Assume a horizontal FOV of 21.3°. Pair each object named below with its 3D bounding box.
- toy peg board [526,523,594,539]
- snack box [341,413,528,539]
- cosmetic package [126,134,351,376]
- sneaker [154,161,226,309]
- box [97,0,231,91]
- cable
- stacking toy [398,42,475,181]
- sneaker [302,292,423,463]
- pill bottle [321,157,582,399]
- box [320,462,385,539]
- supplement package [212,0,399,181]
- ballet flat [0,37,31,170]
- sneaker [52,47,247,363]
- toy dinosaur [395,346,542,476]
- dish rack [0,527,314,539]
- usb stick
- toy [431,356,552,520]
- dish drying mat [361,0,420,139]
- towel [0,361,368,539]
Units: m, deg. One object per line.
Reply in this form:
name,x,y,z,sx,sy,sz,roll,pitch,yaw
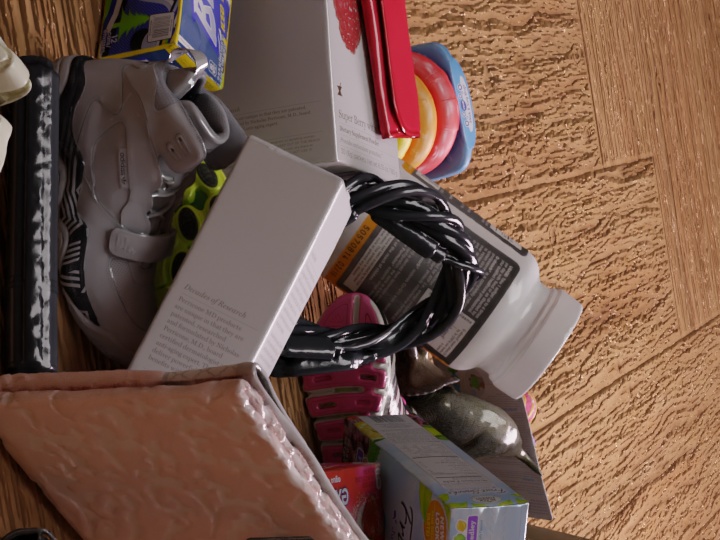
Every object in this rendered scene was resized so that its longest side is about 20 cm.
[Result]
toy peg board,0.141,0.277,1.652,0.199,0.199,0.098,15,87,-65
snack box,0.045,0.214,1.398,0.067,0.200,0.169,-2,104,-24
cosmetic package,-0.081,0.025,1.215,0.200,0.071,0.101,-63,174,-7
sneaker,-0.108,0.026,1.316,0.084,0.074,0.201,95,-13,-84
box,-0.129,-0.222,1.331,0.070,0.064,0.201,43,45,-55
cable,0.000,0.000,1.404,0.051,0.199,0.164,-128,-141,-53
stacking toy,-0.002,-0.123,1.569,0.200,0.110,0.116,-11,90,-55
sneaker,0.007,0.111,1.529,0.087,0.074,0.201,-31,116,-64
pill bottle,0.071,0.008,1.533,0.200,0.116,0.116,36,33,-1
box,-0.064,0.185,1.304,0.200,0.099,0.096,4,83,-66
supplement package,-0.052,-0.160,1.416,0.121,0.119,0.201,14,70,-65
ballet flat,-0.223,-0.085,1.063,0.068,0.072,0.200,50,39,-46
sneaker,-0.132,-0.043,1.205,0.075,0.115,0.201,-17,99,-66
toy dinosaur,0.083,0.134,1.618,0.200,0.102,0.077,37,48,-15
dish rack,-0.109,0.221,1.081,0.055,0.199,0.154,45,43,-70
usb stick,-0.196,-0.028,1.144,0.055,0.032,0.201,115,-27,-74
toy,0.124,0.120,1.725,0.047,0.115,0.201,-25,104,-33
dish drying mat,0.020,-0.198,1.420,0.077,0.018,0.201,-12,94,-71
towel,-0.105,0.125,1.120,0.200,0.190,0.032,61,36,-40
